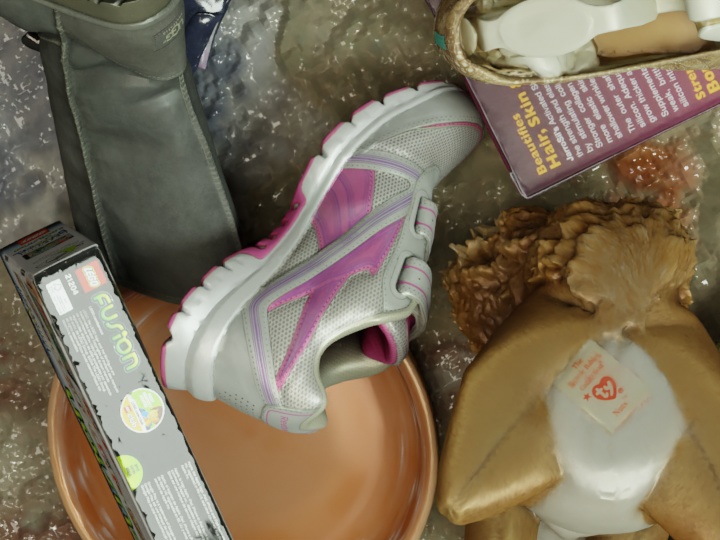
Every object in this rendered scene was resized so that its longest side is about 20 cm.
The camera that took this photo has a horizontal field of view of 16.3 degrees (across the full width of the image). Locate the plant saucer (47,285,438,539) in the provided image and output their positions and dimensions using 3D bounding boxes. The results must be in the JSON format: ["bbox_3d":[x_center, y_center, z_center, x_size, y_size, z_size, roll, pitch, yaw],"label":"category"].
[{"bbox_3d":[-0.057,0.083,1.252,0.199,0.037,0.201,3,105,12],"label":"plant saucer"}]

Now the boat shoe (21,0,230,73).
[{"bbox_3d":[-0.088,-0.182,1.175,0.092,0.075,0.201,21,117,2],"label":"boat shoe"}]

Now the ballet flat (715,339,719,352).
[{"bbox_3d":[0.234,0.011,1.160,0.199,0.071,0.071,-21,99,17],"label":"ballet flat"}]

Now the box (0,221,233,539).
[{"bbox_3d":[-0.106,0.078,1.177,0.035,0.110,0.201,-26,104,-11],"label":"box"}]

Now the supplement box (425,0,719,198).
[{"bbox_3d":[0.141,-0.130,1.125,0.199,0.086,0.111,-25,98,17],"label":"supplement box"}]

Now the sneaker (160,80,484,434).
[{"bbox_3d":[0.000,0.000,1.157,0.088,0.081,0.200,36,72,15],"label":"sneaker"}]

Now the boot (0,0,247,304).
[{"bbox_3d":[-0.133,-0.086,1.158,0.181,0.073,0.200,31,155,28],"label":"boot"}]

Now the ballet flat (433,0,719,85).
[{"bbox_3d":[0.126,-0.111,1.054,0.199,0.065,0.071,-13,101,15],"label":"ballet flat"}]

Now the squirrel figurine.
[{"bbox_3d":[0.100,0.067,1.157,0.141,0.187,0.201,4,70,-3],"label":"squirrel figurine"}]
